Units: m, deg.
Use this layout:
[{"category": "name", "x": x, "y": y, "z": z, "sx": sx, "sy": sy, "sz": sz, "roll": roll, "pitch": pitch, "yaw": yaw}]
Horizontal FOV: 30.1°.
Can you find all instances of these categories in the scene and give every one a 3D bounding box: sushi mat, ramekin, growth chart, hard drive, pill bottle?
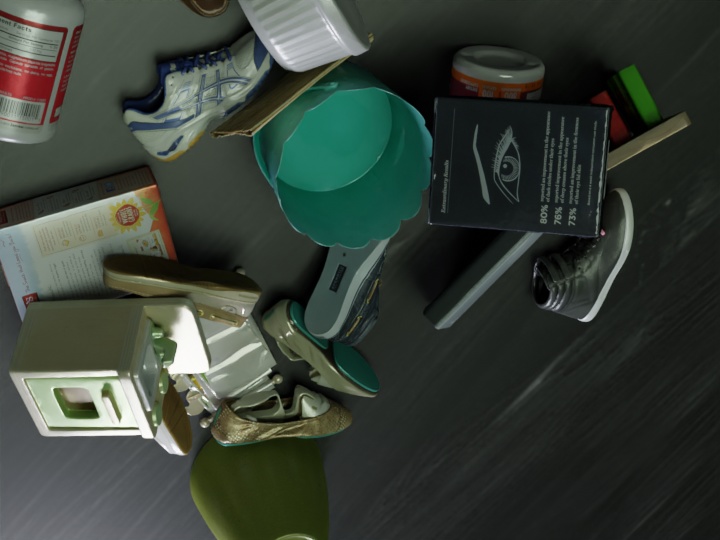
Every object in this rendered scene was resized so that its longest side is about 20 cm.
[{"category": "sushi mat", "x": -0.078, "y": -0.210, "z": 1.523, "sx": 0.200, "sy": 0.095, "sz": 0.012, "roll": -42, "pitch": 116, "yaw": -24}, {"category": "ramekin", "x": -0.076, "y": -0.311, "z": 1.462, "sx": 0.094, "sy": 0.203, "sz": 0.203, "roll": -26, "pitch": 123, "yaw": 11}, {"category": "growth chart", "x": -0.185, "y": 0.106, "z": 1.737, "sx": 0.144, "sy": 0.018, "sz": 0.201, "roll": -23, "pitch": 121, "yaw": -6}, {"category": "hard drive", "x": 0.167, "y": -0.005, "z": 1.739, "sx": 0.200, "sy": 0.140, "sz": 0.033, "roll": -45, "pitch": 82, "yaw": 7}, {"category": "pill bottle", "x": 0.158, "y": -0.167, "z": 1.657, "sx": 0.114, "sy": 0.114, "sz": 0.201, "roll": -3, "pitch": 116, "yaw": -18}, {"category": "pill bottle", "x": -0.361, "y": -0.247, "z": 1.438, "sx": 0.112, "sy": 0.112, "sz": 0.201, "roll": 11, "pitch": 112, "yaw": -24}]

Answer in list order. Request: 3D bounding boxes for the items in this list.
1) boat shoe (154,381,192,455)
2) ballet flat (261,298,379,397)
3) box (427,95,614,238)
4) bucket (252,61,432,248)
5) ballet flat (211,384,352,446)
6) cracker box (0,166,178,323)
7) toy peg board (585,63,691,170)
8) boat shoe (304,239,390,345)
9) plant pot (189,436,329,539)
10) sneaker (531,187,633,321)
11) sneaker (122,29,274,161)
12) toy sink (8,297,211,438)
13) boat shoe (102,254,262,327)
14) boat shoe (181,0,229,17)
[{"category": "boat shoe", "x": -0.285, "y": 0.157, "z": 1.702, "sx": 0.069, "sy": 0.071, "sz": 0.201, "roll": -24, "pitch": 110, "yaw": 17}, {"category": "ballet flat", "x": -0.056, "y": 0.110, "z": 1.764, "sx": 0.069, "sy": 0.070, "sz": 0.200, "roll": -42, "pitch": 120, "yaw": 5}, {"category": "box", "x": 0.183, "y": -0.123, "z": 1.532, "sx": 0.199, "sy": 0.104, "sz": 0.149, "roll": 6, "pitch": 100, "yaw": 11}, {"category": "bucket", "x": -0.024, "y": -0.144, "z": 1.591, "sx": 0.206, "sy": 0.135, "sz": 0.208, "roll": -9, "pitch": 120, "yaw": -15}, {"category": "ballet flat", "x": -0.099, "y": 0.188, "z": 1.771, "sx": 0.199, "sy": 0.071, "sz": 0.066, "roll": -7, "pitch": 121, "yaw": -26}, {"category": "cracker box", "x": -0.326, "y": -0.030, "z": 1.593, "sx": 0.199, "sy": 0.058, "sz": 0.135, "roll": -17, "pitch": 123, "yaw": -11}, {"category": "toy peg board", "x": 0.288, "y": -0.172, "z": 1.672, "sx": 0.199, "sy": 0.200, "sz": 0.098, "roll": -29, "pitch": 90, "yaw": 7}, {"category": "boat shoe", "x": 0.000, "y": 0.000, "z": 1.724, "sx": 0.091, "sy": 0.071, "sz": 0.201, "roll": 25, "pitch": 92, "yaw": -58}, {"category": "plant pot", "x": -0.114, "y": 0.325, "z": 1.767, "sx": 0.186, "sy": 0.200, "sz": 0.188, "roll": -8, "pitch": 119, "yaw": -15}, {"category": "sneaker", "x": 0.296, "y": -0.021, "z": 1.805, "sx": 0.099, "sy": 0.071, "sz": 0.201, "roll": 4, "pitch": 119, "yaw": -26}, {"category": "sneaker", "x": -0.186, "y": -0.216, "z": 1.537, "sx": 0.200, "sy": 0.075, "sz": 0.088, "roll": -43, "pitch": 121, "yaw": 5}, {"category": "toy sink", "x": -0.287, "y": 0.117, "z": 1.561, "sx": 0.199, "sy": 0.112, "sz": 0.131, "roll": -1, "pitch": 139, "yaw": 7}, {"category": "boat shoe", "x": -0.215, "y": 0.032, "z": 1.592, "sx": 0.199, "sy": 0.074, "sz": 0.069, "roll": 11, "pitch": 109, "yaw": -27}, {"category": "boat shoe", "x": -0.193, "y": -0.364, "z": 1.461, "sx": 0.072, "sy": 0.068, "sz": 0.201, "roll": -23, "pitch": 121, "yaw": -6}]
